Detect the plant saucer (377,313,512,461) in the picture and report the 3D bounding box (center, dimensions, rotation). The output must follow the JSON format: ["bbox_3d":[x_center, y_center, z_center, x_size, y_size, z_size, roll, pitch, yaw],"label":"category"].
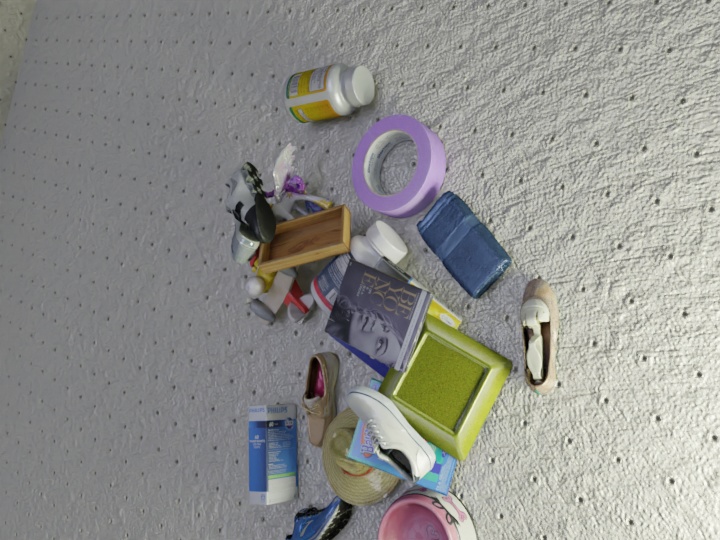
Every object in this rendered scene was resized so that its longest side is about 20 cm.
[{"bbox_3d":[0.146,0.203,1.169,0.197,0.048,0.203,28,83,14],"label":"plant saucer"}]

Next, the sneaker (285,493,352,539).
[{"bbox_3d":[-0.096,0.524,1.342,0.201,0.078,0.089,-51,60,18],"label":"sneaker"}]

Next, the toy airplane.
[{"bbox_3d":[-0.191,0.037,1.454,0.197,0.139,0.205,10,107,50],"label":"toy airplane"}]

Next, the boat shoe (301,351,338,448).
[{"bbox_3d":[-0.095,0.276,1.389,0.072,0.069,0.205,-2,80,35],"label":"boat shoe"}]

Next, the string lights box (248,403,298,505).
[{"bbox_3d":[-0.190,0.398,1.417,0.058,0.102,0.205,-11,75,34],"label":"string lights box"}]

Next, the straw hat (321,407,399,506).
[{"bbox_3d":[-0.016,0.355,1.279,0.197,0.085,0.206,-12,62,24],"label":"straw hat"}]

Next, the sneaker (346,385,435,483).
[{"bbox_3d":[0.045,0.287,1.143,0.199,0.070,0.074,40,130,15],"label":"sneaker"}]

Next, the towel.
[{"bbox_3d":[0.197,-0.051,1.245,0.112,0.048,0.201,-47,58,20],"label":"towel"}]

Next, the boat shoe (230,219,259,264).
[{"bbox_3d":[-0.257,-0.065,1.425,0.072,0.069,0.201,-60,14,11],"label":"boat shoe"}]

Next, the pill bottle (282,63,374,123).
[{"bbox_3d":[-0.071,-0.402,1.463,0.196,0.112,0.116,-1,81,36],"label":"pill bottle"}]

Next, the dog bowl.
[{"bbox_3d":[0.115,0.503,1.193,0.197,0.073,0.206,-7,78,35],"label":"dog bowl"}]

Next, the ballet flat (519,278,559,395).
[{"bbox_3d":[0.308,0.111,1.123,0.067,0.067,0.205,-11,75,33],"label":"ballet flat"}]

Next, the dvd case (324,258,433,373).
[{"bbox_3d":[0.030,0.080,1.205,0.197,0.016,0.152,23,94,35],"label":"dvd case"}]

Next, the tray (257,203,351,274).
[{"bbox_3d":[-0.115,-0.063,1.335,0.196,0.037,0.101,-14,53,21],"label":"tray"}]

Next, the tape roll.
[{"bbox_3d":[0.078,-0.216,1.351,0.197,0.065,0.205,-8,77,34],"label":"tape roll"}]

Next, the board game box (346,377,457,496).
[{"bbox_3d":[0.090,0.305,1.203,0.196,0.045,0.155,18,82,12],"label":"board game box"}]

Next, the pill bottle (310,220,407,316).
[{"bbox_3d":[0.000,0.000,1.337,0.200,0.119,0.121,-46,59,20],"label":"pill bottle"}]

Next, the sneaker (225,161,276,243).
[{"bbox_3d":[-0.239,-0.127,1.373,0.087,0.074,0.203,-30,56,14],"label":"sneaker"}]

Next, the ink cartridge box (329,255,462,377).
[{"bbox_3d":[0.064,0.111,1.263,0.196,0.047,0.202,36,102,2],"label":"ink cartridge box"}]

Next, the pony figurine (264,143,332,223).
[{"bbox_3d":[-0.167,-0.159,1.464,0.197,0.168,0.195,27,59,10],"label":"pony figurine"}]
